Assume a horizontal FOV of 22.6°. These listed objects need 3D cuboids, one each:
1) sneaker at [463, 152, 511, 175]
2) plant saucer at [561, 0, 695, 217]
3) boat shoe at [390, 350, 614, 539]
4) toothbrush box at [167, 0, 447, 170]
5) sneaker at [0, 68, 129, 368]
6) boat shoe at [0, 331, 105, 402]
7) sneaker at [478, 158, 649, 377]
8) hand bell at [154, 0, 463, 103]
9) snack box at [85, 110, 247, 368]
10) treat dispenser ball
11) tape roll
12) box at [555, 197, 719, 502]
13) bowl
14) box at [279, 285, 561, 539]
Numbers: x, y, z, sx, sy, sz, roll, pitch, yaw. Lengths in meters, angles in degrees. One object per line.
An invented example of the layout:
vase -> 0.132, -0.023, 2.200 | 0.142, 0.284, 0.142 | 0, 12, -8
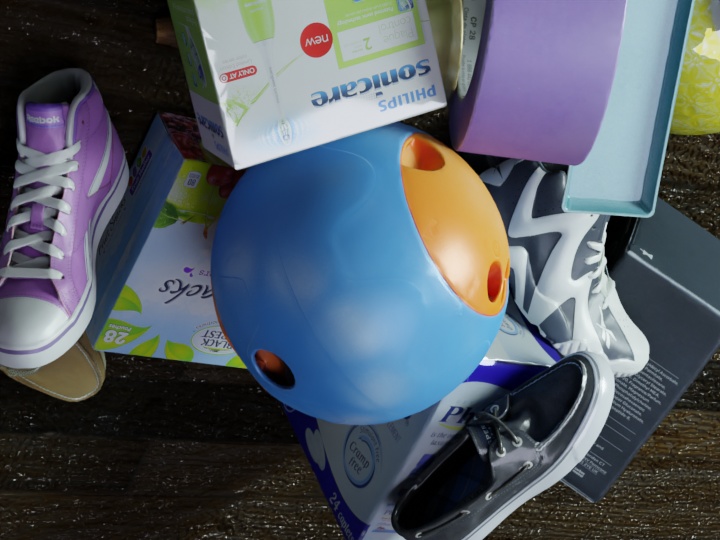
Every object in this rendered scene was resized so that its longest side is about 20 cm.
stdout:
sneaker -> 0.122, -0.050, 1.412 | 0.087, 0.076, 0.201 | -16, 130, -1
plant saucer -> 0.182, -0.135, 1.211 | 0.069, 0.019, 0.202 | 3, 109, -14
boat shoe -> 0.096, 0.129, 1.288 | 0.066, 0.070, 0.200 | 22, 123, -43
toothbrush box -> -0.044, -0.183, 1.108 | 0.144, 0.086, 0.202 | -17, 108, -14
sneaker -> -0.204, -0.043, 1.138 | 0.072, 0.202, 0.115 | 2, 140, 7
boat shoe -> -0.242, 0.049, 1.276 | 0.071, 0.076, 0.200 | -37, 138, 6
sneaker -> 0.171, -0.019, 1.332 | 0.199, 0.080, 0.129 | 44, 116, -7
hand bell -> -0.039, -0.163, 1.210 | 0.198, 0.105, 0.105 | -1, 131, -12
snack box -> -0.088, -0.014, 1.313 | 0.198, 0.068, 0.170 | 11, 121, -36
treat dispenser ball -> 0.000, 0.000, 1.186 | 0.199, 0.202, 0.202 | -16, 136, -16
tape roll -> 0.114, -0.173, 1.173 | 0.084, 0.201, 0.201 | 7, 130, -5
box -> 0.215, 0.061, 1.481 | 0.107, 0.149, 0.201 | 33, 116, 1
bowl -> 0.262, -0.191, 1.258 | 0.198, 0.107, 0.203 | -4, 100, -24
box -> 0.041, 0.087, 1.398 | 0.104, 0.185, 0.201 | 8, 125, -33
